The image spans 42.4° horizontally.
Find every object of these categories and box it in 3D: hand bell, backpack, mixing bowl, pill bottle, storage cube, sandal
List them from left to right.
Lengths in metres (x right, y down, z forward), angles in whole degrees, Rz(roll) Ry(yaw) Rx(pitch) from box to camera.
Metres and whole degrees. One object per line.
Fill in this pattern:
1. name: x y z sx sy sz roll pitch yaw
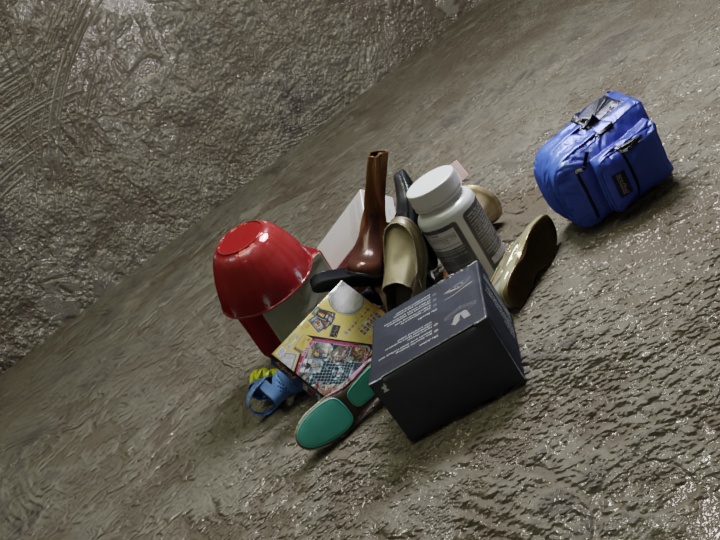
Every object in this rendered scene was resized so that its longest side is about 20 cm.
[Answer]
1. mixing bowl: -0.196 -0.020 1.705 0.197 0.109 0.202 -21 32 14
2. sandal: -0.138 0.210 1.674 0.199 0.080 0.088 -31 22 38
3. storage cube: -0.136 0.067 1.817 0.170 0.202 0.179 -41 25 -19
4. sandal: 0.000 0.000 1.718 0.196 0.044 0.076 -6 -24 -26
5. pill bottle: 0.168 -0.072 1.609 0.112 0.202 0.114 -29 20 12
6. hand bell: 0.189 -0.052 1.740 0.103 0.104 0.202 -15 39 45
7. backpack: 0.393 -0.175 1.529 0.198 0.164 0.168 -34 22 1

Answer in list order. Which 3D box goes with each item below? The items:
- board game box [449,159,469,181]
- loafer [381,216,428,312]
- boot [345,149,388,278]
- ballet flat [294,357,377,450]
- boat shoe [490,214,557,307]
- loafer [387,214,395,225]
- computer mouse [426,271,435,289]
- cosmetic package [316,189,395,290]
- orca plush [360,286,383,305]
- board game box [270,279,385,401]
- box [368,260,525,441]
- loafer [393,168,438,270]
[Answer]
1. board game box: 0.126 -0.137 1.947 0.200 0.046 0.151 -43 -2 31
2. loafer: 0.074 0.009 1.591 0.075 0.204 0.067 -9 -1 33
3. boot: 0.023 -0.099 1.622 0.067 0.204 0.188 10 20 14
4. ballet flat: -0.022 0.210 1.477 0.200 0.069 0.071 -43 1 -3
5. boat shoe: 0.262 -0.016 1.523 0.064 0.072 0.201 -11 36 47
6. loafer: 0.086 -0.072 1.735 0.197 0.069 0.076 -17 26 23
7. computer mouse: 0.125 0.006 1.719 0.141 0.046 0.200 -52 9 4
8. cosmetic package: -0.008 -0.057 1.894 0.200 0.083 0.109 -50 39 44
9. orca plush: -0.008 0.113 1.731 0.070 0.107 0.200 30 42 20
10. board game box: -0.044 0.126 1.619 0.200 0.135 0.035 -46 -17 -30
11. box: 0.124 0.115 1.368 0.195 0.118 0.201 -31 18 15
12. loafer: 0.080 -0.087 1.668 0.071 0.073 0.204 -21 63 20
